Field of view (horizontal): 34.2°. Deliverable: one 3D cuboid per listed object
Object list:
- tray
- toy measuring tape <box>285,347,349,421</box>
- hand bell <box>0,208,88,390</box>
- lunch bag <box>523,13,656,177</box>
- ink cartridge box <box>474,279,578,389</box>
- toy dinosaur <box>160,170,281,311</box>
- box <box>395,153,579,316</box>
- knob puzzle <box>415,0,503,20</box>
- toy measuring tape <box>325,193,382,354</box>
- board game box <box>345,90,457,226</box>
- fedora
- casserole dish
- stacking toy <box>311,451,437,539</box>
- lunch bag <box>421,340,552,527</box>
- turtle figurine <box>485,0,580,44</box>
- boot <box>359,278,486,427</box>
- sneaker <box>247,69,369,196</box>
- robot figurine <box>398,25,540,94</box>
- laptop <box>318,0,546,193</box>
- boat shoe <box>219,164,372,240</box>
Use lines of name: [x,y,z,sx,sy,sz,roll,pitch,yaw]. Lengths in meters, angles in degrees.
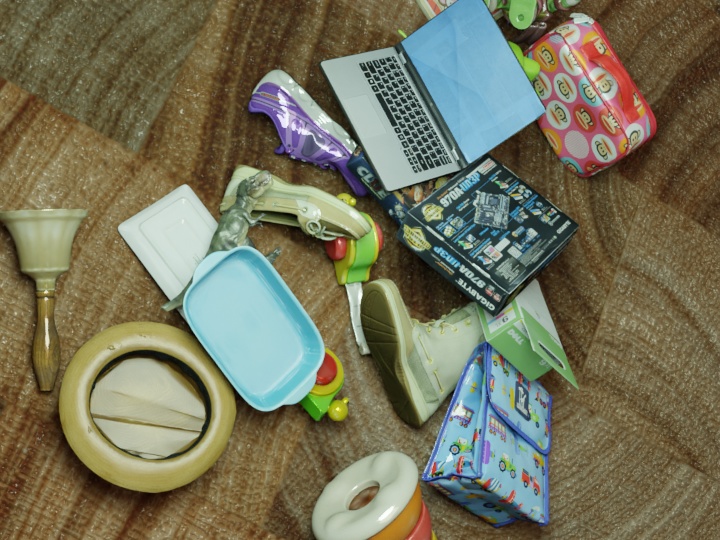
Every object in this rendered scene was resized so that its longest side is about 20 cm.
tray: [-0.191,-0.006,1.400,0.107,0.022,0.201,-35,80,-25]
toy measuring tape: [-0.080,0.100,1.423,0.073,0.074,0.200,-39,80,-24]
hand bell: [-0.357,0.034,1.325,0.102,0.104,0.204,-2,90,-21]
lunch bag: [0.305,-0.238,1.584,0.081,0.176,0.202,-32,91,-24]
ink cartridge box: [0.197,0.068,1.460,0.104,0.059,0.202,41,24,-36]
toy dinosaur: [-0.146,-0.017,1.377,0.088,0.047,0.202,34,80,-16]
box: [0.161,-0.049,1.446,0.158,0.046,0.200,39,44,13]
knob puzzle: [0.144,-0.427,1.644,0.216,0.030,0.224,5,77,-21]
toy measuring tape: [0.000,0.000,1.461,0.072,0.073,0.203,-8,81,-22]
board game box: [0.079,-0.112,1.498,0.200,0.034,0.136,46,49,-23]
fedora: [-0.244,0.157,1.331,0.197,0.082,0.204,4,76,-17]
casserole dish: [-0.125,0.066,1.337,0.121,0.039,0.201,-42,108,-20]
stacking toy: [0.045,0.333,1.400,0.146,0.145,0.201,-42,113,-24]
lunch bag: [0.175,0.198,1.470,0.150,0.093,0.203,37,56,-35]
turtle figurine: [0.228,-0.398,1.562,0.144,0.200,0.194,48,35,4]
boot: [0.087,0.073,1.460,0.154,0.072,0.203,-32,117,-28]
sneaker: [-0.062,-0.163,1.493,0.200,0.081,0.084,43,92,-8]
robot figurine: [0.138,-0.261,1.557,0.197,0.116,0.178,11,68,-18]
laptop: [0.086,-0.223,1.430,0.198,0.116,0.189,-18,73,-35]
boat shoe: [-0.079,-0.069,1.417,0.198,0.073,0.064,22,79,20]
